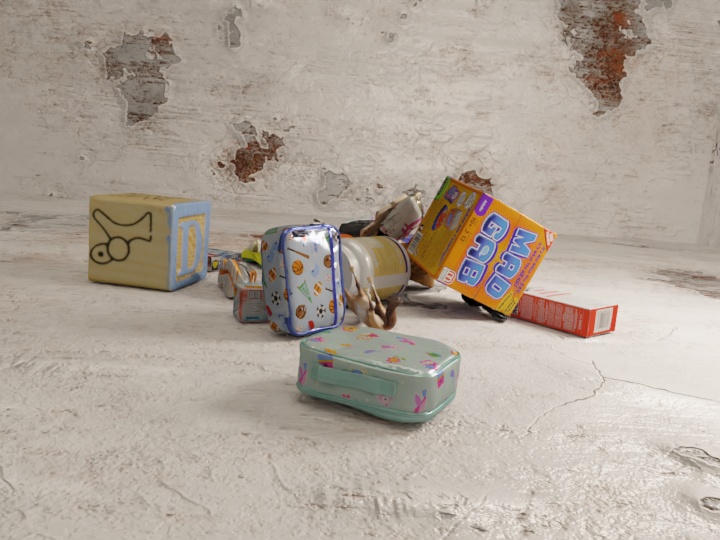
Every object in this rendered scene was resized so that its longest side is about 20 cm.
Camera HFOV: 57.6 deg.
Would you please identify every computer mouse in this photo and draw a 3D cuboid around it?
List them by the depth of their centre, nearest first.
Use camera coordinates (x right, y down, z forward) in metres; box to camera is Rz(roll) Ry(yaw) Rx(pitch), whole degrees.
[{"bbox_3d":[0.270,0.080,1.448,0.058,0.034,0.200,25,9,-15],"label":"computer mouse"}]

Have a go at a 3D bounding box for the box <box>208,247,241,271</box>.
[{"bbox_3d":[-0.438,-0.036,1.742,0.199,0.040,0.137,9,9,23],"label":"box"}]

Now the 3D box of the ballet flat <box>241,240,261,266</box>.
[{"bbox_3d":[-0.277,-0.049,1.818,0.067,0.067,0.200,-2,11,-31],"label":"ballet flat"}]

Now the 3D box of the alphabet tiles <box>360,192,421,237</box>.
[{"bbox_3d":[0.075,-0.135,1.731,0.195,0.015,0.200,-35,-14,-13],"label":"alphabet tiles"}]

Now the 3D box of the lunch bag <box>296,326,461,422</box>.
[{"bbox_3d":[0.019,0.132,0.854,0.199,0.077,0.160,9,12,24],"label":"lunch bag"}]

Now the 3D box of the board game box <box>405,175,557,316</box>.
[{"bbox_3d":[0.252,-0.057,1.414,0.199,0.201,0.200,25,10,-21],"label":"board game box"}]

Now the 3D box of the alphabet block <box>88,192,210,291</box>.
[{"bbox_3d":[-0.472,-0.070,1.478,0.199,0.196,0.196,7,8,10],"label":"alphabet block"}]

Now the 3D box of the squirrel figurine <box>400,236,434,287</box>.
[{"bbox_3d":[0.085,-0.019,1.629,0.186,0.142,0.200,0,6,10],"label":"squirrel figurine"}]

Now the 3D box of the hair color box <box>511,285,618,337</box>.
[{"bbox_3d":[0.424,0.083,1.387,0.111,0.064,0.200,-5,15,-39],"label":"hair color box"}]

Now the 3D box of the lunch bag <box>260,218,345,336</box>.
[{"bbox_3d":[-0.094,0.010,1.154,0.075,0.201,0.160,2,6,44],"label":"lunch bag"}]

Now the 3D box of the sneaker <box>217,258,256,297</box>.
[{"bbox_3d":[-0.262,0.014,1.437,0.077,0.079,0.200,11,8,-21],"label":"sneaker"}]

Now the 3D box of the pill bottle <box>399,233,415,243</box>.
[{"bbox_3d":[0.118,-0.046,1.841,0.115,0.116,0.200,10,12,30],"label":"pill bottle"}]

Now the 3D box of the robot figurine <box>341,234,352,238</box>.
[{"bbox_3d":[-0.071,-0.037,1.692,0.143,0.117,0.200,10,11,31],"label":"robot figurine"}]

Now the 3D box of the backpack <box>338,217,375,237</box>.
[{"bbox_3d":[0.024,-0.085,1.986,0.199,0.168,0.127,1,-10,-1],"label":"backpack"}]

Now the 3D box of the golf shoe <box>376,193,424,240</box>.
[{"bbox_3d":[0.097,-0.119,1.649,0.092,0.073,0.200,-28,-15,-27],"label":"golf shoe"}]

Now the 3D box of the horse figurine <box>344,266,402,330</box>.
[{"bbox_3d":[0.014,0.063,1.208,0.050,0.133,0.200,-31,29,-18],"label":"horse figurine"}]

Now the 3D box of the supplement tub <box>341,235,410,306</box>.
[{"bbox_3d":[0.000,0.000,1.422,0.145,0.146,0.200,12,12,38],"label":"supplement tub"}]

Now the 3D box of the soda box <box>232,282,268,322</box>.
[{"bbox_3d":[-0.139,0.060,1.248,0.199,0.064,0.068,1,10,-24],"label":"soda box"}]
